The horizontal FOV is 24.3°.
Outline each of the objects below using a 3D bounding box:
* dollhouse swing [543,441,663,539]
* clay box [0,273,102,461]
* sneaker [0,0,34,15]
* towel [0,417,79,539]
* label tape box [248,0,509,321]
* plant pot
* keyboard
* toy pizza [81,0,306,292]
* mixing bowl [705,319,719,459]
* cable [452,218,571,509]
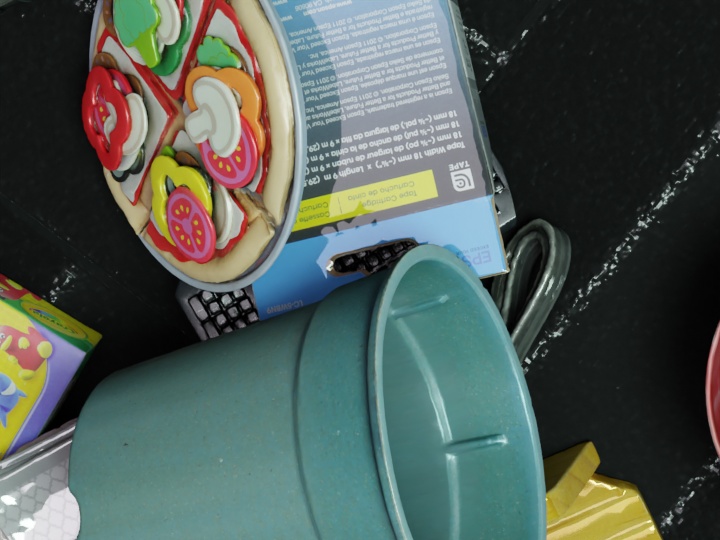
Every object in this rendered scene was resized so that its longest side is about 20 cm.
[{"bbox_3d":[0.104,0.238,0.946,0.181,0.176,0.200,-25,98,10],"label":"dollhouse swing"},{"bbox_3d":[-0.270,0.038,1.001,0.200,0.048,0.115,31,103,-3],"label":"clay box"},{"bbox_3d":[-0.208,-0.174,0.938,0.091,0.076,0.200,36,106,-10],"label":"sneaker"},{"bbox_3d":[-0.102,0.158,0.991,0.200,0.032,0.191,-29,98,-7],"label":"towel"},{"bbox_3d":[-0.006,-0.083,0.928,0.144,0.063,0.201,-13,92,8],"label":"label tape box"},{"bbox_3d":[-0.031,0.105,0.869,0.196,0.200,0.201,-14,101,24],"label":"plant pot"},{"bbox_3d":[0.000,0.000,0.951,0.200,0.040,0.104,-32,90,3],"label":"keyboard"},{"bbox_3d":[-0.099,-0.085,0.902,0.200,0.032,0.201,21,117,47],"label":"toy pizza"},{"bbox_3d":[0.285,0.051,0.920,0.200,0.108,0.201,1,103,6],"label":"mixing bowl"},{"bbox_3d":[0.062,0.066,0.954,0.050,0.097,0.200,19,107,-26],"label":"cable"}]
